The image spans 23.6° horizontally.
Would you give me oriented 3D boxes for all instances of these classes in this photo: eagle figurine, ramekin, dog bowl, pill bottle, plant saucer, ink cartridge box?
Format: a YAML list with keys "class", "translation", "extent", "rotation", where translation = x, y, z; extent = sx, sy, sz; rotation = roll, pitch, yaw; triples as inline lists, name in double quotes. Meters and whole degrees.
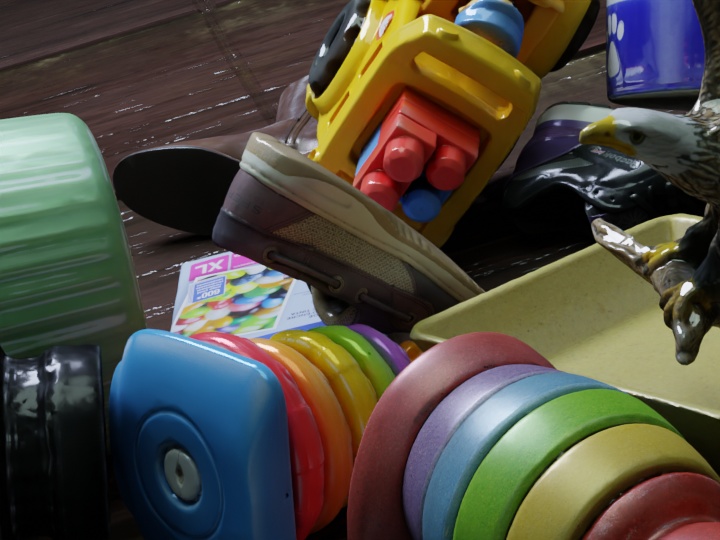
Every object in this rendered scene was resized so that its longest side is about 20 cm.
- class: "eagle figurine"
  translation: [0.157, -0.066, 0.686]
  extent: [0.152, 0.200, 0.151]
  rotation: [30, 27, 29]
- class: "ramekin"
  translation: [-0.174, 0.013, 0.895]
  extent: [0.098, 0.200, 0.200]
  rotation: [-13, 22, -15]
- class: "dog bowl"
  translation: [0.246, -0.139, 1.027]
  extent: [0.200, 0.079, 0.200]
  rotation: [1, 2, 0]
- class: "pill bottle"
  translation: [-0.209, 0.080, 0.736]
  extent: [0.200, 0.112, 0.112]
  rotation: [-3, 22, -8]
- class: "plant saucer"
  translation: [0.159, 0.035, 0.799]
  extent: [0.200, 0.049, 0.200]
  rotation: [-22, 22, -36]
- class: "ink cartridge box"
  translation: [-0.046, 0.035, 0.961]
  extent: [0.119, 0.042, 0.200]
  rotation: [-14, 25, 4]

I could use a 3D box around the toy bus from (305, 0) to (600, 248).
- class: "toy bus"
  translation: [0.051, -0.114, 1.034]
  extent: [0.200, 0.136, 0.192]
  rotation: [-55, 12, 29]

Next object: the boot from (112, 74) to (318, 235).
- class: "boot"
  translation: [-0.067, -0.098, 1.241]
  extent: [0.186, 0.064, 0.200]
  rotation: [2, 29, 6]

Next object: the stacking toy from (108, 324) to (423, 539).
- class: "stacking toy"
  translation: [-0.010, 0.064, 0.815]
  extent: [0.110, 0.116, 0.200]
  rotation: [13, 24, 43]

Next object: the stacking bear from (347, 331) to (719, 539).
- class: "stacking bear"
  translation: [0.093, 0.106, 0.635]
  extent: [0.121, 0.114, 0.200]
  rotation: [-25, 30, -23]

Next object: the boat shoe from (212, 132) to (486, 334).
- class: "boat shoe"
  translation: [0.000, 0.000, 0.866]
  extent: [0.065, 0.200, 0.072]
  rotation: [-53, 46, 3]

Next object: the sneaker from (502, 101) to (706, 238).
- class: "sneaker"
  translation: [0.175, -0.044, 0.989]
  extent: [0.200, 0.076, 0.088]
  rotation: [2, 45, 39]
